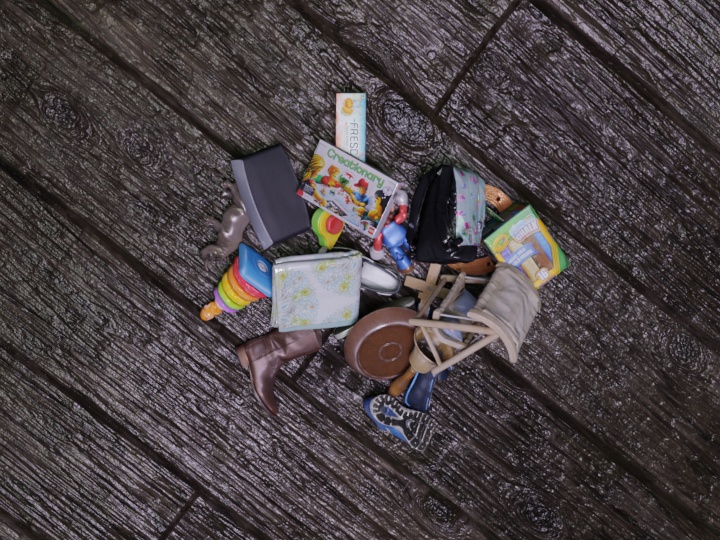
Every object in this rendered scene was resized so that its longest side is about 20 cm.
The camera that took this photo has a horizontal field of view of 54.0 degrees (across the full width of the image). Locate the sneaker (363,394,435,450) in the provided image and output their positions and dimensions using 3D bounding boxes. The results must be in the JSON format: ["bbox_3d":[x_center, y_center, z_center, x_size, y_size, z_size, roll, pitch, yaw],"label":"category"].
[{"bbox_3d":[0.087,0.338,1.602,0.199,0.089,0.079,39,72,-22],"label":"sneaker"}]

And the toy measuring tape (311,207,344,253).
[{"bbox_3d":[-0.091,-0.072,1.534,0.073,0.074,0.202,30,83,-4],"label":"toy measuring tape"}]

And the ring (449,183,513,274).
[{"bbox_3d":[0.256,-0.092,1.572,0.196,0.019,0.205,0,97,0],"label":"ring"}]

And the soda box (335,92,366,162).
[{"bbox_3d":[-0.021,-0.278,1.523,0.067,0.064,0.204,1,98,0],"label":"soda box"}]

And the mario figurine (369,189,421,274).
[{"bbox_3d":[0.065,-0.097,1.554,0.124,0.105,0.201,-47,109,-31],"label":"mario figurine"}]

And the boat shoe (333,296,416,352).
[{"bbox_3d":[0.040,0.122,1.573,0.198,0.072,0.061,-25,101,11],"label":"boat shoe"}]

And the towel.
[{"bbox_3d":[-0.094,0.046,1.503,0.196,0.048,0.174,-6,125,-16],"label":"towel"}]

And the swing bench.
[{"bbox_3d":[0.235,0.087,1.412,0.197,0.199,0.131,-16,110,35],"label":"swing bench"}]

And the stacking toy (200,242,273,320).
[{"bbox_3d":[-0.281,0.050,1.552,0.199,0.117,0.109,-39,125,20],"label":"stacking toy"}]

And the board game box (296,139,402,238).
[{"bbox_3d":[-0.024,-0.171,1.474,0.198,0.035,0.128,30,105,16],"label":"board game box"}]

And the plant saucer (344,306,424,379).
[{"bbox_3d":[0.063,0.170,1.548,0.196,0.035,0.203,-8,127,-11],"label":"plant saucer"}]

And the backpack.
[{"bbox_3d":[0.186,-0.117,1.479,0.125,0.165,0.204,9,83,-38],"label":"backpack"}]

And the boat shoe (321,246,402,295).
[{"bbox_3d":[0.000,0.000,1.560,0.196,0.060,0.077,15,97,-2],"label":"boat shoe"}]

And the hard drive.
[{"bbox_3d":[-0.187,-0.162,1.522,0.133,0.042,0.203,-24,99,-24],"label":"hard drive"}]

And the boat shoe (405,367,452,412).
[{"bbox_3d":[0.170,0.223,1.586,0.068,0.084,0.203,28,111,15],"label":"boat shoe"}]

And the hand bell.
[{"bbox_3d":[0.112,0.221,1.536,0.103,0.105,0.201,32,127,-4],"label":"hand bell"}]

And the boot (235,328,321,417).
[{"bbox_3d":[-0.157,0.209,1.589,0.197,0.064,0.189,-26,98,-2],"label":"boot"}]

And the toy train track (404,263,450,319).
[{"bbox_3d":[0.146,0.077,1.583,0.113,0.032,0.204,19,106,15],"label":"toy train track"}]

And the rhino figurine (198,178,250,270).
[{"bbox_3d":[-0.295,-0.090,1.546,0.086,0.060,0.203,26,96,-2],"label":"rhino figurine"}]

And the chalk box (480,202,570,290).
[{"bbox_3d":[0.329,-0.064,1.504,0.123,0.125,0.201,-35,98,4],"label":"chalk box"}]
